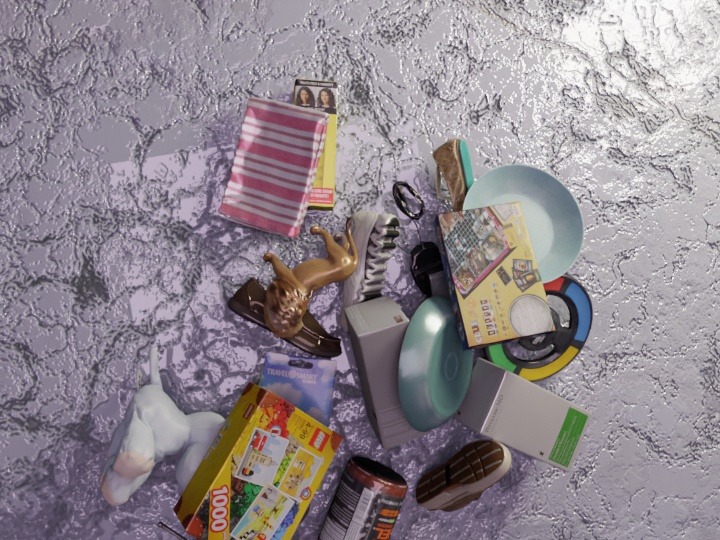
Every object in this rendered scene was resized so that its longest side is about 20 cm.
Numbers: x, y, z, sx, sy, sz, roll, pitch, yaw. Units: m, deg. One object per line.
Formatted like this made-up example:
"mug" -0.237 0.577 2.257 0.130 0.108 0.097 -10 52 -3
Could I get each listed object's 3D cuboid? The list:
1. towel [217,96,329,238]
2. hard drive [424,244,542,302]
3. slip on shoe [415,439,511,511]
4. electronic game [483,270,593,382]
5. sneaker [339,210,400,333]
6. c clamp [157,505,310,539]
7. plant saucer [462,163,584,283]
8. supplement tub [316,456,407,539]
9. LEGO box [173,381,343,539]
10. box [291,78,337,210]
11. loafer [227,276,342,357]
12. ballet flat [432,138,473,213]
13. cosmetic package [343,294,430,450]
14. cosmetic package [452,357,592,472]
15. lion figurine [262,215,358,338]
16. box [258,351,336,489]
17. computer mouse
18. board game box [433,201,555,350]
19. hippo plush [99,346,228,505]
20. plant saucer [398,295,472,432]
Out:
"towel" -0.137 -0.164 0.888 0.144 0.030 0.204 16 92 18
"hard drive" 0.211 0.045 0.942 0.197 0.033 0.142 -14 109 -9
"slip on shoe" 0.168 0.328 0.886 0.060 0.077 0.200 32 126 -17
"electronic game" 0.293 0.096 0.936 0.196 0.042 0.204 -5 113 -12
"sneaker" 0.000 0.000 0.923 0.080 0.075 0.203 20 95 25
"c clamp" -0.183 0.381 0.873 0.200 0.027 0.171 -43 107 7
"plant saucer" 0.255 -0.070 0.908 0.197 0.039 0.205 1 73 -3
"supplement tub" -0.007 0.405 0.884 0.105 0.107 0.203 22 86 -6
"LEGO box" -0.140 0.285 0.799 0.148 0.077 0.202 38 72 -25
"box" -0.076 -0.202 0.923 0.074 0.050 0.204 3 88 -8
"loafer" -0.110 0.073 0.896 0.198 0.073 0.072 29 86 -6
"ballet flat" 0.164 -0.115 0.950 0.064 0.070 0.204 -10 95 31
"cosmetic package" 0.040 0.153 0.869 0.089 0.107 0.203 -18 110 -8
"cosmetic package" 0.261 0.232 0.914 0.198 0.085 0.109 26 86 -23
"lion figurine" -0.068 0.006 0.850 0.199 0.073 0.123 -35 56 -5
"box" -0.108 0.235 0.904 0.120 0.048 0.204 8 88 -7
"computer mouse" 0.095 -0.051 0.939 0.058 0.034 0.203 -20 99 -7
"board game box" 0.195 0.006 0.841 0.133 0.035 0.204 -8 74 -7
"hippo plush" -0.283 0.260 0.854 0.159 0.159 0.202 23 42 -23
"plant saucer" 0.122 0.141 0.846 0.035 0.199 0.204 4 86 35
